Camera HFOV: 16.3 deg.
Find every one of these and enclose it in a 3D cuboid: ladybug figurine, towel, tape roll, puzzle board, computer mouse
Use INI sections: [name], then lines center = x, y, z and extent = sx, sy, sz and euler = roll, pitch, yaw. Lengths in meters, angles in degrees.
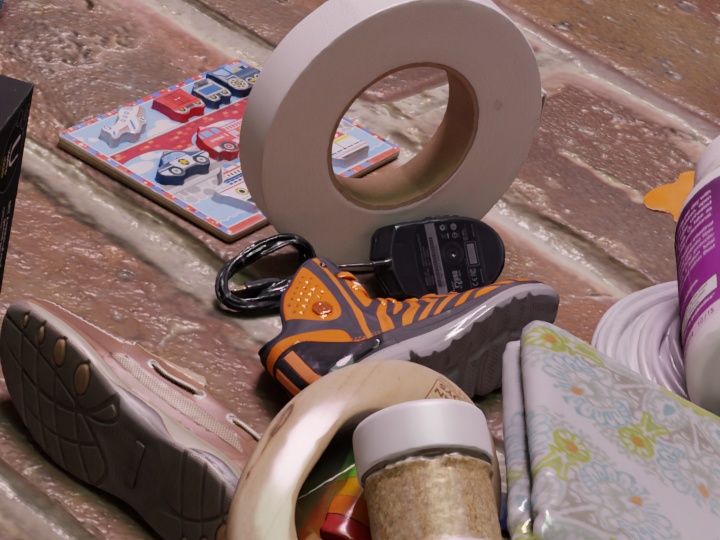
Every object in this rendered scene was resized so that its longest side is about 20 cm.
[ladybug figurine]
center = -0.002, 0.130, 1.289
extent = 0.136, 0.072, 0.200
euler = 41, 51, -3
[towel]
center = 0.150, 0.121, 1.287
extent = 0.171, 0.048, 0.200
euler = 27, 28, -15
[tape roll]
center = 0.021, -0.092, 1.578
extent = 0.203, 0.203, 0.037
euler = -5, 35, -30
[puzzle board]
center = -0.086, -0.089, 1.710
extent = 0.151, 0.017, 0.200
euler = 29, 34, 24
[computer mouse]
center = 0.000, 0.000, 1.582
extent = 0.200, 0.059, 0.034
euler = -5, -8, -23

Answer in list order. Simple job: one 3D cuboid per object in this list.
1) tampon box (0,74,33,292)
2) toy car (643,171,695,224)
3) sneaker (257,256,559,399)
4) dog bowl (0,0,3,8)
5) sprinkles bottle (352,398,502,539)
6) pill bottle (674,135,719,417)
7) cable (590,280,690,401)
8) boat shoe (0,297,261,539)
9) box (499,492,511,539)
[tampon box]
center = -0.277, -0.017, 1.379
extent = 0.126, 0.150, 0.200
euler = 17, 30, 4
[toy car]
center = 0.283, -0.038, 1.613
extent = 0.200, 0.185, 0.177
euler = 14, 30, 4
[sneaker]
center = 0.023, 0.027, 1.502
extent = 0.200, 0.078, 0.112
euler = -17, 43, -42
[dog bowl]
center = -0.307, -0.193, 1.761
extent = 0.111, 0.050, 0.200
euler = 14, 30, -1
[sprinkles bottle]
center = 0.042, 0.164, 1.204
extent = 0.068, 0.068, 0.200
euler = 2, 62, -20
[pill bottle]
center = 0.238, 0.003, 1.441
extent = 0.112, 0.112, 0.200
euler = 11, 37, -5
[cable]
center = 0.227, 0.084, 1.484
extent = 0.200, 0.069, 0.200
euler = 20, 37, 2
[boat shoe]
center = -0.117, 0.082, 1.365
extent = 0.200, 0.076, 0.072
euler = 41, 35, 23
[box]
center = 0.157, 0.180, 1.330
extent = 0.200, 0.048, 0.122
euler = 9, 30, -7
